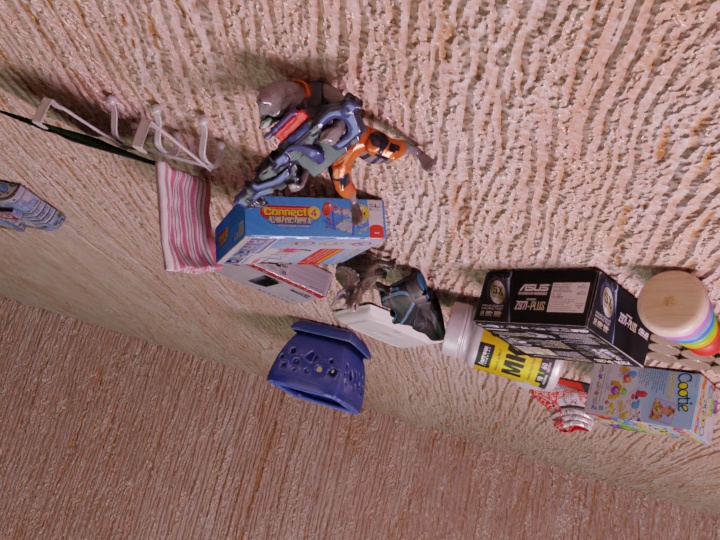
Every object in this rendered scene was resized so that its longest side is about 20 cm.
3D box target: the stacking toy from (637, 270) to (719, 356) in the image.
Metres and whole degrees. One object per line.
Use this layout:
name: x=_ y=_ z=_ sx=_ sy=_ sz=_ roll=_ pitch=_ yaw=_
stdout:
stacking toy: x=0.435 y=0.070 z=1.013 sx=0.085 sy=0.086 sz=0.200 roll=5 pitch=164 yaw=37

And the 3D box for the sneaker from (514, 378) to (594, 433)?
sneaker: x=0.420 y=0.291 z=1.678 sx=0.201 sy=0.108 sz=0.067 roll=9 pitch=161 yaw=29

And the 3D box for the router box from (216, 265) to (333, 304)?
router box: x=-0.179 y=0.001 z=1.481 sx=0.200 sy=0.049 sz=0.179 roll=25 pitch=162 yaw=-22

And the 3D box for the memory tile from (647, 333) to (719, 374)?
memory tile: x=0.507 y=0.123 z=1.208 sx=0.199 sy=0.017 sz=0.153 roll=12 pitch=162 yaw=24

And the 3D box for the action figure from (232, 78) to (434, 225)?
action figure: x=-0.046 y=-0.131 z=0.829 sx=0.200 sy=0.105 sz=0.193 roll=-26 pitch=134 yaw=32

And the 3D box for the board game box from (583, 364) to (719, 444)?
board game box: x=0.533 y=0.241 z=1.404 sx=0.200 sy=0.105 sz=0.103 roll=2 pitch=158 yaw=45

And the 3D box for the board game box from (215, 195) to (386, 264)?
board game box: x=-0.091 y=-0.052 z=1.081 sx=0.195 sy=0.056 sz=0.200 roll=0 pitch=171 yaw=-22

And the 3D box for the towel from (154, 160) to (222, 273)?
towel: x=-0.241 y=-0.070 z=1.079 sx=0.030 sy=0.147 sz=0.200 roll=-7 pitch=179 yaw=5

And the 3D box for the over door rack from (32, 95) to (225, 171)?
over door rack: x=-0.271 y=-0.177 z=0.940 sx=0.147 sy=0.067 sz=0.200 roll=14 pitch=-176 yaw=15

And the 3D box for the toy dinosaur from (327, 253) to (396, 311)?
toy dinosaur: x=0.000 y=0.000 z=1.244 sx=0.102 sy=0.077 sz=0.200 roll=8 pitch=-161 yaw=-8

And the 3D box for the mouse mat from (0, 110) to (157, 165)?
mouse mat: x=-0.379 y=-0.179 z=1.038 sx=0.200 sy=0.008 sz=0.161 roll=21 pitch=-174 yaw=34

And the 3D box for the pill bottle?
pill bottle: x=0.246 y=0.124 z=1.313 sx=0.199 sy=0.115 sz=0.114 roll=15 pitch=163 yaw=10

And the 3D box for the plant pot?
plant pot: x=-0.090 y=0.238 z=1.924 sx=0.199 sy=0.180 sz=0.200 roll=11 pitch=161 yaw=23

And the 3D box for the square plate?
square plate: x=0.060 y=0.129 z=1.679 sx=0.200 sy=0.029 sz=0.198 roll=24 pitch=163 yaw=-20

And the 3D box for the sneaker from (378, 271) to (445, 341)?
sneaker: x=0.095 y=0.068 z=1.334 sx=0.082 sy=0.073 sz=0.200 roll=-19 pitch=143 yaw=12

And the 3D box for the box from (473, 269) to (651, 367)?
box: x=0.299 y=0.070 z=1.130 sx=0.164 sy=0.086 sz=0.200 roll=31 pitch=160 yaw=-36

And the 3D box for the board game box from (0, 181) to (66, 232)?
board game box: x=-0.766 y=-0.146 z=1.607 sx=0.199 sy=0.062 sz=0.200 roll=11 pitch=163 yaw=22
